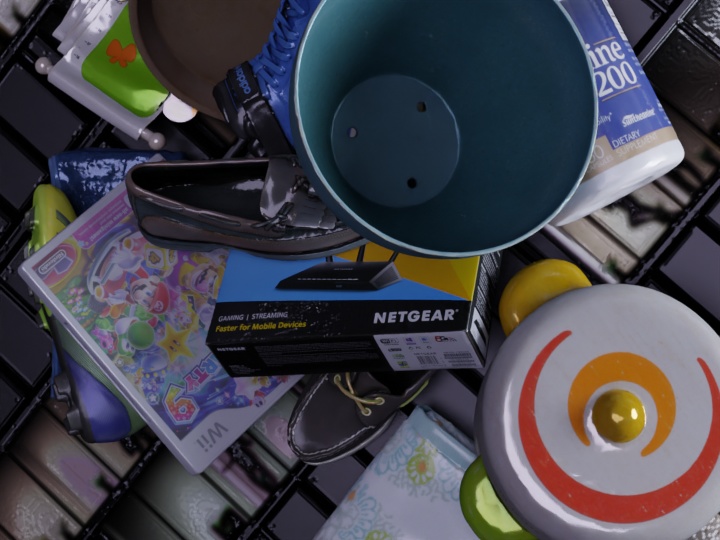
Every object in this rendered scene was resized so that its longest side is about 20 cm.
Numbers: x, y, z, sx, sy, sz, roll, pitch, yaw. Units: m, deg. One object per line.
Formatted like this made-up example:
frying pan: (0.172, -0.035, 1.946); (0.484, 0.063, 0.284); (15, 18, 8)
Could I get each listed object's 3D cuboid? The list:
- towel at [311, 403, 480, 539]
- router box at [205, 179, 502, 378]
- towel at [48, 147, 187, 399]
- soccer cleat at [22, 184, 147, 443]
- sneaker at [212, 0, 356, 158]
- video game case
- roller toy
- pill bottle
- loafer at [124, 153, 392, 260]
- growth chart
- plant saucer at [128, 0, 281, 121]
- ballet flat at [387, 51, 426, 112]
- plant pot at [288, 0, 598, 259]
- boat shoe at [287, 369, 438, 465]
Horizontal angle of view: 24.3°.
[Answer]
towel: (0.070, 0.225, 1.242); (0.200, 0.048, 0.172); (39, 99, 11)
router box: (0.000, 0.000, 1.203); (0.199, 0.051, 0.150); (-4, 53, 22)
towel: (-0.187, 0.003, 1.302); (0.111, 0.049, 0.201); (1, 91, 13)
soccer cleat: (-0.203, 0.030, 1.261); (0.083, 0.065, 0.201); (-13, 83, -16)
sneaker: (-0.055, -0.150, 1.198); (0.111, 0.201, 0.077); (-16, 45, -5)
video game case: (-0.137, 0.031, 1.244); (0.143, 0.018, 0.200); (-42, 95, -27)
roller toy: (0.171, 0.104, 1.150); (0.181, 0.140, 0.201); (12, 79, 3)
pill bottle: (0.138, -0.142, 1.187); (0.111, 0.111, 0.201); (-28, 84, 13)
loafer: (-0.074, -0.050, 1.189); (0.199, 0.063, 0.072); (-2, 57, 16)
growth chart: (-0.162, -0.205, 1.297); (0.144, 0.018, 0.201); (24, 87, 13)
plant saucer: (-0.070, -0.196, 1.227); (0.199, 0.030, 0.201); (-2, 129, -3)
ballet flat: (0.029, -0.179, 1.185); (0.066, 0.067, 0.201); (1, 129, 13)
plant pot: (0.039, -0.100, 1.104); (0.199, 0.135, 0.202); (2, 82, -14)
boat shoe: (0.014, 0.071, 1.247); (0.201, 0.061, 0.072); (-45, 81, 10)
